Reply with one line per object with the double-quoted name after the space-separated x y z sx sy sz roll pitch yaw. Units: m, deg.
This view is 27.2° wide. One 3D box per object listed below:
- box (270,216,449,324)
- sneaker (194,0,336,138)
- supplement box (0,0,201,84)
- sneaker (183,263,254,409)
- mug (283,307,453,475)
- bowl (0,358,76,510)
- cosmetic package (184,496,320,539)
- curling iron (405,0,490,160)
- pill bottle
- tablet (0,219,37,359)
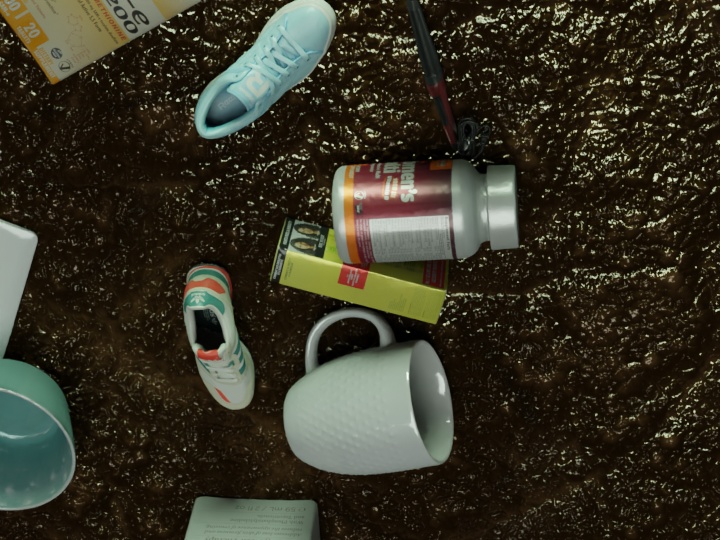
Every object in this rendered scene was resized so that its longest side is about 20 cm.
0.000 0.000 1.710 0.198 0.075 0.050 16 121 -2 "box"
-0.102 -0.206 1.593 0.074 0.082 0.200 39 117 -17 "sneaker"
-0.274 -0.301 1.560 0.199 0.074 0.126 -26 115 19 "supplement box"
-0.175 0.097 1.775 0.070 0.094 0.201 -4 120 9 "sneaker"
0.000 0.144 1.769 0.174 0.147 0.202 -12 89 21 "mug"
-0.441 0.190 1.848 0.199 0.105 0.202 2 124 3 "bowl"
-0.140 0.417 1.900 0.166 0.200 0.167 1 121 5 "cosmetic package"
0.090 -0.207 1.604 0.049 0.026 0.201 -14 119 22 "curling iron"
0.073 -0.066 1.641 0.198 0.110 0.110 -3 120 8 "pill bottle"
-0.474 0.015 1.806 0.129 0.014 0.201 20 121 -6 "tablet"
